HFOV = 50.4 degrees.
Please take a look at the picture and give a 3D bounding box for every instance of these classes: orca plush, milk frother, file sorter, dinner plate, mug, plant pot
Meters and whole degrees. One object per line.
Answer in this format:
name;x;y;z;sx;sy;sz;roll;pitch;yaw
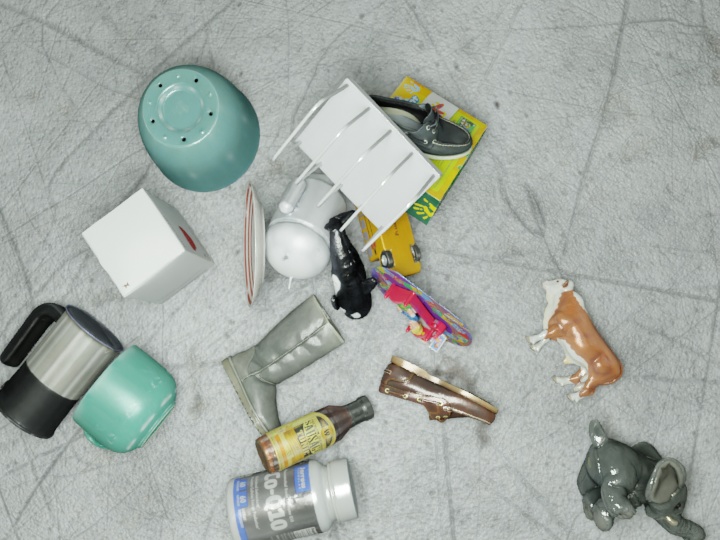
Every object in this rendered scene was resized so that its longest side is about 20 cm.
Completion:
orca plush;0.000;0.000;1.233;0.070;0.105;0.203;8;118;24
milk frother;-0.523;0.141;1.226;0.180;0.200;0.189;38;87;9
file sorter;-0.008;-0.149;1.122;0.200;0.125;0.139;45;123;-4
dinner plate;-0.171;-0.042;1.233;0.024;0.200;0.204;-1;84;-12
mug;-0.373;0.221;1.249;0.114;0.185;0.153;38;64;-1
plant pot;-0.278;-0.245;1.271;0.196;0.161;0.205;0;85;3

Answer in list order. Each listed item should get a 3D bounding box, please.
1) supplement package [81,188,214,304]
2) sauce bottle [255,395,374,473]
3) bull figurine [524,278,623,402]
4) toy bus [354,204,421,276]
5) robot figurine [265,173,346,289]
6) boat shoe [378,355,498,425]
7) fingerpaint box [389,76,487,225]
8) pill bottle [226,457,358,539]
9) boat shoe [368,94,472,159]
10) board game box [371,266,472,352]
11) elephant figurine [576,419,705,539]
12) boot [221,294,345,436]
supplement package;-0.334;-0.033;1.233;0.119;0.200;0.122;-36;85;-1
sauce bottle;-0.071;0.259;1.241;0.197;0.066;0.067;-24;84;-21
bull figurine;0.345;0.113;1.263;0.121;0.065;0.201;-36;82;3
toy bus;0.038;-0.084;1.279;0.064;0.078;0.204;-12;84;-26
robot figurine;-0.090;-0.069;1.246;0.111;0.171;0.202;1;49;22
boat shoe;0.126;0.212;1.259;0.197;0.070;0.071;23;79;13
fingerpaint box;0.091;-0.199;1.254;0.165;0.074;0.201;31;56;4
pill bottle;-0.107;0.370;1.230;0.196;0.114;0.116;-13;84;1
boat shoe;0.089;-0.230;1.187;0.196;0.066;0.075;16;53;-7
board game box;0.087;0.073;1.226;0.199;0.158;0.039;37;75;5
elephant figurine;0.457;0.339;1.219;0.196;0.157;0.143;0;41;-8
boot;-0.113;0.166;1.279;0.198;0.073;0.184;-29;86;-8
